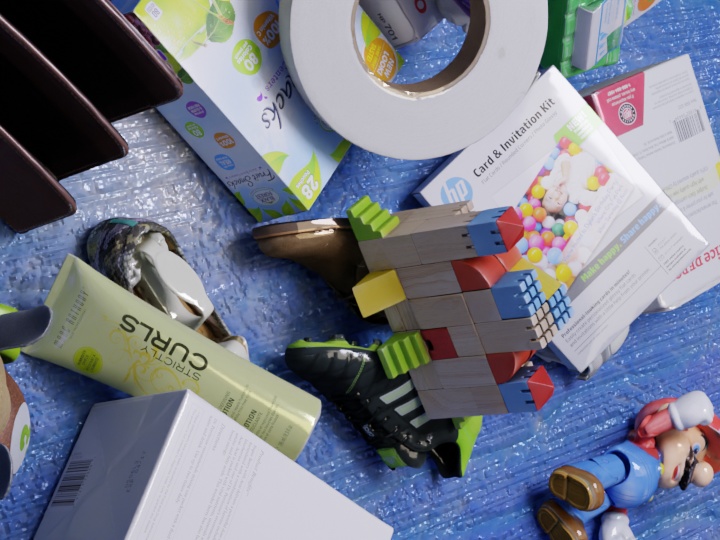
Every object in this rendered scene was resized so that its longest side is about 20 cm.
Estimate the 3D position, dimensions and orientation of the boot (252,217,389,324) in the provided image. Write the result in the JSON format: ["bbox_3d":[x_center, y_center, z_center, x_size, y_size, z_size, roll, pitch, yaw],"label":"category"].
[{"bbox_3d":[0.000,0.000,1.310,0.199,0.073,0.076,9,83,-42],"label":"boot"}]

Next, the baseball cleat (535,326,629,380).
[{"bbox_3d":[0.164,0.001,1.449,0.106,0.069,0.201,-45,110,-37],"label":"baseball cleat"}]

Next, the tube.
[{"bbox_3d":[-0.124,0.067,1.148,0.199,0.052,0.058,28,63,-8],"label":"tube"}]

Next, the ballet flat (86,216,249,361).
[{"bbox_3d":[-0.118,0.048,1.196,0.072,0.072,0.201,-45,111,-37],"label":"ballet flat"}]

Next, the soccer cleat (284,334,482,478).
[{"bbox_3d":[0.021,0.106,1.309,0.199,0.067,0.082,25,68,-38],"label":"soccer cleat"}]

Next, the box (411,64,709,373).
[{"bbox_3d":[0.165,-0.042,1.404,0.156,0.041,0.200,-43,96,-7],"label":"box"}]

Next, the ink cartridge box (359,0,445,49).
[{"bbox_3d":[0.040,-0.286,1.384,0.200,0.086,0.147,-44,111,-35],"label":"ink cartridge box"}]

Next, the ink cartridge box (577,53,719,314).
[{"bbox_3d":[0.253,-0.074,1.531,0.145,0.083,0.201,-24,98,-41],"label":"ink cartridge box"}]

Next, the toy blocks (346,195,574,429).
[{"bbox_3d":[0.089,0.028,1.247,0.100,0.136,0.201,-41,115,-46],"label":"toy blocks"}]

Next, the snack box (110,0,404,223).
[{"bbox_3d":[-0.079,-0.166,1.271,0.200,0.067,0.169,48,55,-26],"label":"snack box"}]

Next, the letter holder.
[{"bbox_3d":[-0.230,-0.134,1.083,0.200,0.142,0.101,44,56,-26],"label":"letter holder"}]

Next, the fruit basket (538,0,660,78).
[{"bbox_3d":[0.227,-0.259,1.475,0.199,0.186,0.094,-30,59,-19],"label":"fruit basket"}]

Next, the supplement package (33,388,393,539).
[{"bbox_3d":[-0.098,0.185,1.152,0.200,0.119,0.122,38,58,-29],"label":"supplement package"}]

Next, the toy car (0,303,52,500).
[{"bbox_3d":[-0.236,0.081,0.999,0.157,0.199,0.166,20,69,-36],"label":"toy car"}]

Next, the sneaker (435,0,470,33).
[{"bbox_3d":[0.062,-0.254,1.288,0.199,0.083,0.081,26,66,-33],"label":"sneaker"}]

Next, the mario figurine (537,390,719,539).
[{"bbox_3d":[0.251,0.176,1.463,0.199,0.123,0.107,-24,85,-37],"label":"mario figurine"}]

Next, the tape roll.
[{"bbox_3d":[0.040,-0.182,1.242,0.201,0.037,0.205,-5,107,-17],"label":"tape roll"}]
